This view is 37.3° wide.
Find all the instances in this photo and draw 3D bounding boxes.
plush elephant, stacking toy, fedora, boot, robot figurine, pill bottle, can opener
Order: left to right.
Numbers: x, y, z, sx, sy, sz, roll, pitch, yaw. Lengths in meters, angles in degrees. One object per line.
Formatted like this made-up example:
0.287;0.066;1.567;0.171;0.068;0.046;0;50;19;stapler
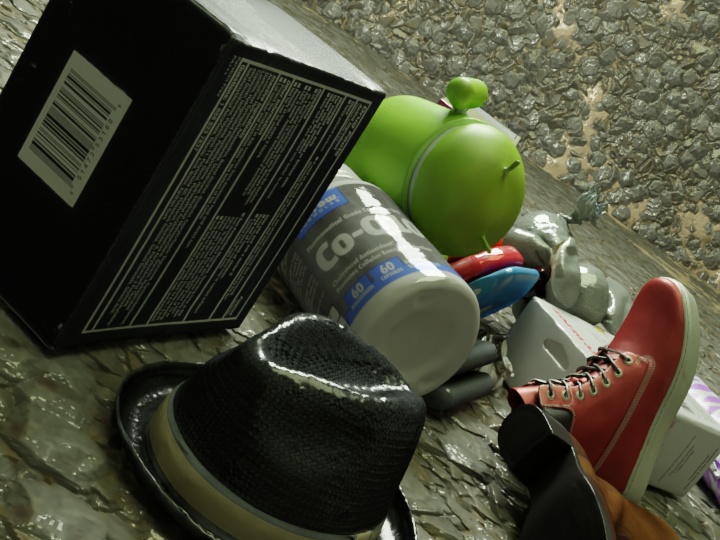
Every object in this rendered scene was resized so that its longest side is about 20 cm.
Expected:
-0.030;0.081;0.579;0.199;0.092;0.201;33;15;-10;fedora
0.000;0.000;0.844;0.113;0.114;0.200;22;20;-40;pill bottle
0.062;-0.084;0.932;0.114;0.178;0.199;6;16;-37;robot figurine
0.084;-0.054;1.043;0.109;0.115;0.203;6;62;-64;stacking toy
0.089;0.086;0.928;0.065;0.054;0.200;3;3;20;can opener
0.207;0.020;1.148;0.164;0.200;0.156;34;28;-30;plush elephant
0.195;0.083;0.875;0.143;0.203;0.072;26;-9;-28;boot
0.187;0.212;0.769;0.200;0.068;0.189;42;12;-27;boot

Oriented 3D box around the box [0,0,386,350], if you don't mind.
-0.115;-0.071;0.652;0.123;0.201;0.198;40;15;20;box

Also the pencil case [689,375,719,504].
0.378;0.182;1.190;0.084;0.085;0.200;1;29;-23;pencil case

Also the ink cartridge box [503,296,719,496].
0.243;0.125;1.047;0.198;0.084;0.145;24;19;-35;ink cartridge box

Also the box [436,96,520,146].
0.089;-0.099;1.203;0.096;0.177;0.200;36;16;3;box
